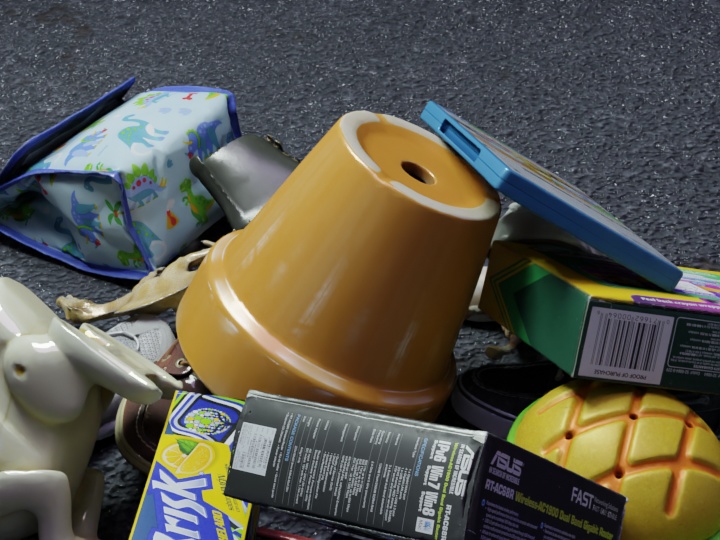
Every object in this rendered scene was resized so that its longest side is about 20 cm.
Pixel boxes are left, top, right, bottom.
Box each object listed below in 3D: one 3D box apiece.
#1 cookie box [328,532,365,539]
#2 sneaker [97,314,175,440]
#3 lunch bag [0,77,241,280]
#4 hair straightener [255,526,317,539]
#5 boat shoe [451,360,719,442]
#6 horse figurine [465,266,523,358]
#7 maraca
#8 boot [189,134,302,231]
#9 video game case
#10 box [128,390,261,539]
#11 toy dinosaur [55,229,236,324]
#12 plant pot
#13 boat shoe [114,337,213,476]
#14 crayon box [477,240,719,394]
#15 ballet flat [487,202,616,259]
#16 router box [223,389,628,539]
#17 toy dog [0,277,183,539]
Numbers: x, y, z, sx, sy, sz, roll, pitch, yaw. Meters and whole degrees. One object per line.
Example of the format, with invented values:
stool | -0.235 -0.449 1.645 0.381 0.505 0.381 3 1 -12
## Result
cookie box | 0.046 0.231 0.746 0.199 0.075 0.171 10 32 21
sneaker | -0.199 0.078 1.073 0.075 0.082 0.200 14 33 24
lunch bag | -0.221 -0.087 1.319 0.200 0.128 0.170 5 32 37
hair straightener | -0.041 0.190 0.918 0.199 0.041 0.077 15 36 17
boat shoe | 0.163 0.084 1.054 0.199 0.068 0.072 9 33 17
horse figurine | 0.087 0.021 1.172 0.200 0.050 0.132 12 22 32
maraca | 0.181 0.139 0.931 0.137 0.107 0.200 -31 50 -28
boot | -0.032 -0.078 1.267 0.200 0.078 0.138 -24 70 -33
video game case | 0.124 -0.055 1.012 0.143 0.018 0.200 28 11 -19
box | -0.094 0.153 0.852 0.064 0.070 0.200 6 28 0
toy dinosaur | -0.144 0.015 1.168 0.200 0.058 0.101 -19 3 31
plant pot | 0.000 0.000 1.023 0.200 0.184 0.200 24 27 -13
boat shoe | -0.113 0.071 1.072 0.072 0.072 0.200 35 33 0
crayon box | 0.204 0.034 1.013 0.199 0.058 0.173 8 10 -17
ballet flat | 0.152 -0.029 1.160 0.069 0.070 0.200 25 8 37
router box | 0.042 0.126 0.829 0.149 0.062 0.200 6 -13 33
toy dog | -0.234 0.117 0.931 0.194 0.200 0.140 32 -3 -7
